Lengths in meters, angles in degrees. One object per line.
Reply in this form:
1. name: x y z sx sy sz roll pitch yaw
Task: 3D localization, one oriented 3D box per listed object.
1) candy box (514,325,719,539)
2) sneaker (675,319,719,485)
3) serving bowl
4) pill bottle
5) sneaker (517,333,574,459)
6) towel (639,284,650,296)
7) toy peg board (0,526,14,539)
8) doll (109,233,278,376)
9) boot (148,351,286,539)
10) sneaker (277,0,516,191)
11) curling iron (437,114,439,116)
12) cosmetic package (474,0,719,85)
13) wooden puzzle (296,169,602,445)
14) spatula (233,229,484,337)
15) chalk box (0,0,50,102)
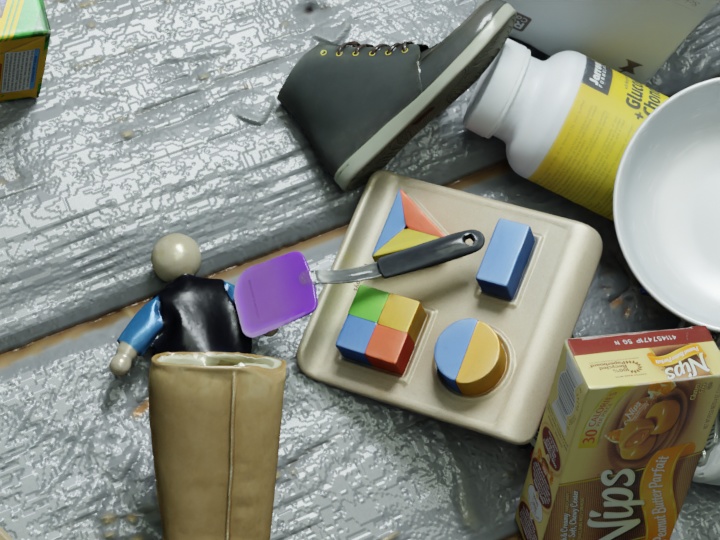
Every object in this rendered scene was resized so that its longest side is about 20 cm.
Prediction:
1. candy box: 0.194 0.135 1.290 0.114 0.201 0.056 -4 44 -15
2. sneaker: 0.312 0.094 1.410 0.099 0.078 0.202 28 60 -29
3. serving bowl: 0.296 -0.045 1.325 0.198 0.066 0.202 -2 78 11
4. pill bottle: 0.190 -0.112 1.415 0.199 0.112 0.113 25 68 -6
5. sneaker: 0.140 0.051 1.370 0.080 0.075 0.201 -19 77 -18
6. towel: 0.324 -0.058 1.427 0.024 0.144 0.201 44 64 -33
7. toy peg board: -0.357 0.211 1.196 0.200 0.098 0.199 44 83 3
8. doll: -0.125 0.066 1.312 0.135 0.048 0.202 -9 75 -18
9. boot: -0.068 0.163 1.243 0.173 0.066 0.202 1 97 -13
10. sneaker: 0.025 -0.168 1.373 0.200 0.075 0.106 -42 81 12
11. curling iron: 0.106 -0.202 1.460 0.025 0.050 0.200 38 61 -3
12. cosmetic package: 0.212 -0.296 1.433 0.164 0.165 0.201 20 59 -11
13. wooden puzzle: 0.068 0.020 1.336 0.198 0.046 0.186 17 71 18
14. spatula: 0.000 0.000 1.315 0.198 0.021 0.057 -15 66 -7
15. chalk box: -0.321 -0.238 1.321 0.123 0.124 0.202 -10 76 -17
